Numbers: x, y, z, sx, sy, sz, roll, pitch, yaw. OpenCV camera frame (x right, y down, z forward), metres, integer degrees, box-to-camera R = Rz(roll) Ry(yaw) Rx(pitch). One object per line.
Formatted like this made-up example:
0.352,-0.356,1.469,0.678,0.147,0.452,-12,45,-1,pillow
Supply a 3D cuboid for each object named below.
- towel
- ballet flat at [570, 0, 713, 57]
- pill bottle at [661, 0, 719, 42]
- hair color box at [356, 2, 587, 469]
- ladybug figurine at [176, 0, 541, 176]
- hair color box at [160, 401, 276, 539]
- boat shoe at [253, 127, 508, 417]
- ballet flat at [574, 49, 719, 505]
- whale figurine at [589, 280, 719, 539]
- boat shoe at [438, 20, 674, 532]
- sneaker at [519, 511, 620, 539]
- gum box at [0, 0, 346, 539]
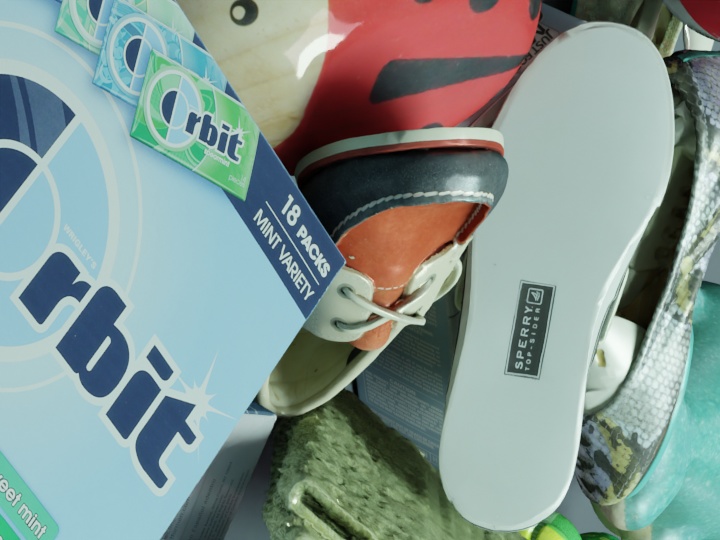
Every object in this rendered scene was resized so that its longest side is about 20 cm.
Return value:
0.022,0.111,1.072,0.036,0.148,0.200,-48,-172,9,towel
0.113,-0.074,1.211,0.067,0.062,0.200,-23,132,-48,ballet flat
0.200,-0.129,1.075,0.112,0.200,0.112,-6,104,-24,pill bottle
0.045,-0.011,1.158,0.099,0.061,0.200,-43,146,-31,hair color box
-0.002,-0.089,0.991,0.200,0.072,0.136,-17,138,-46,ladybug figurine
-0.121,0.077,0.968,0.200,0.060,0.100,10,105,-60,hair color box
0.000,0.000,0.993,0.071,0.200,0.063,4,72,-21,boat shoe
0.109,0.000,1.157,0.072,0.072,0.201,-1,114,-57,ballet flat
0.154,0.070,1.293,0.200,0.104,0.159,-9,101,-78,whale figurine
0.069,0.000,1.088,0.064,0.071,0.200,-98,-156,-86,boat shoe
0.094,0.153,1.359,0.084,0.074,0.200,-50,157,-16,sneaker
-0.104,0.006,0.859,0.170,0.045,0.200,57,50,-30,gum box
